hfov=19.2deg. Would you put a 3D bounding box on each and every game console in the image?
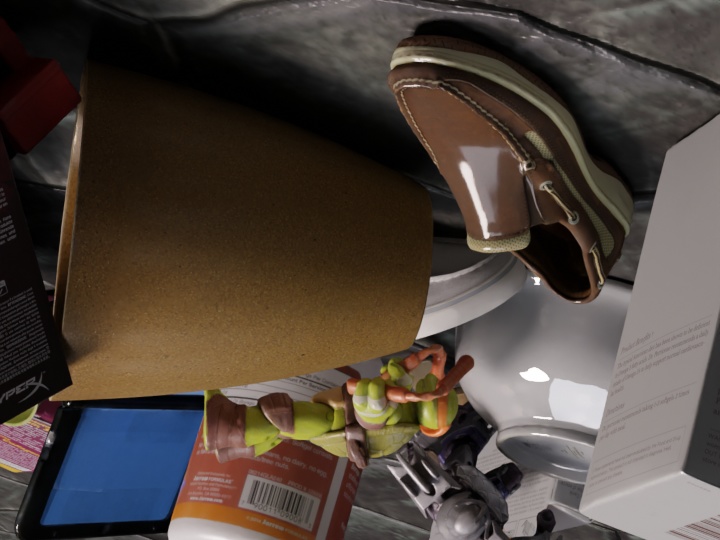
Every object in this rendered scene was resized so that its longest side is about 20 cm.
[{"bbox_3d":[-0.127,0.126,1.531,0.175,0.117,0.200,-11,171,31],"label":"game console"}]

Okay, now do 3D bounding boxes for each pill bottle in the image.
[{"bbox_3d":[-0.047,0.100,1.394,0.111,0.201,0.112,15,160,6],"label":"pill bottle"}]

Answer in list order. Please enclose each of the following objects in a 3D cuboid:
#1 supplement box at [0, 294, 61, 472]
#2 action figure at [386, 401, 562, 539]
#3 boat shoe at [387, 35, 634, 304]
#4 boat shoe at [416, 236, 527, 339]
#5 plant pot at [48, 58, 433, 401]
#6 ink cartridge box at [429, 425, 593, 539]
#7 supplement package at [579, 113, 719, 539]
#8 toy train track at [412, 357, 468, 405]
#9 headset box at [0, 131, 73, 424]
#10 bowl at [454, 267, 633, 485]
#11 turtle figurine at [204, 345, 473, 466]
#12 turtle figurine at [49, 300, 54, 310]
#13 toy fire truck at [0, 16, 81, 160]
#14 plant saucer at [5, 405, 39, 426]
[{"bbox_3d":[-0.255,0.092,1.686,0.131,0.104,0.199,32,156,-36],"label":"supplement box"},{"bbox_3d":[0.074,0.139,1.390,0.131,0.069,0.200,57,-173,-4],"label":"action figure"},{"bbox_3d":[0.079,-0.044,1.089,0.074,0.075,0.202,-1,154,40],"label":"boat shoe"},{"bbox_3d":[0.000,0.000,1.287,0.199,0.072,0.069,-6,117,26],"label":"boat shoe"},{"bbox_3d":[-0.065,-0.012,1.178,0.198,0.188,0.186,6,162,-9],"label":"plant pot"},{"bbox_3d":[0.107,0.182,1.531,0.043,0.175,0.200,21,160,-17],"label":"ink cartridge box"},{"bbox_3d":[0.198,0.032,1.011,0.117,0.201,0.117,21,160,-12],"label":"supplement package"},{"bbox_3d":[0.018,0.094,1.523,0.199,0.033,0.115,-13,140,16],"label":"toy train track"},{"bbox_3d":[-0.242,-0.026,1.090,0.148,0.077,0.201,10,121,45],"label":"headset box"},{"bbox_3d":[0.143,0.080,1.354,0.200,0.091,0.201,14,160,5],"label":"bowl"},{"bbox_3d":[-0.009,0.086,1.277,0.160,0.065,0.200,-6,-178,3],"label":"turtle figurine"},{"bbox_3d":[-0.159,0.030,1.498,0.198,0.065,0.161,6,177,-7],"label":"turtle figurine"},{"bbox_3d":[-0.217,-0.127,1.113,0.199,0.049,0.141,12,142,54],"label":"toy fire truck"},{"bbox_3d":[-0.273,0.014,1.464,0.200,0.031,0.201,36,143,32],"label":"plant saucer"}]
